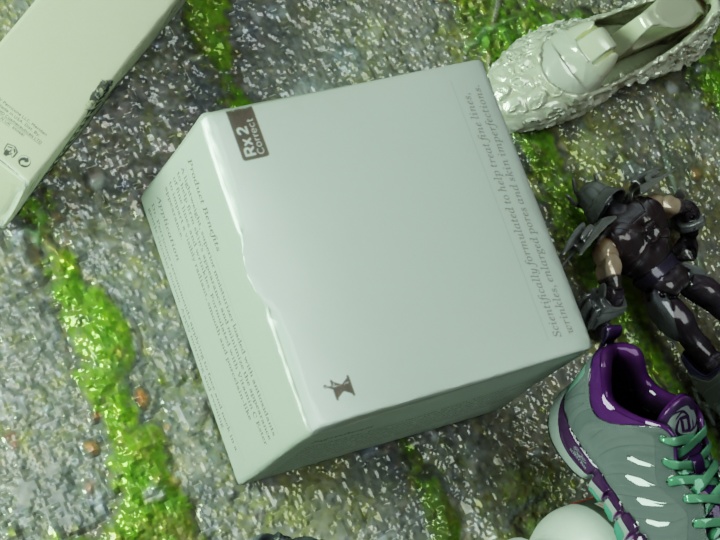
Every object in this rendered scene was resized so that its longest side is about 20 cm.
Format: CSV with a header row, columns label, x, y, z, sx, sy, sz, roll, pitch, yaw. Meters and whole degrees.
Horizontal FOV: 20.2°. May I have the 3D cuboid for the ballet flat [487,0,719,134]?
label,x,y,z,sx,sy,sz,roll,pitch,yaw
ballet flat,0.172,-0.157,1.396,0.200,0.072,0.072,-26,82,-28

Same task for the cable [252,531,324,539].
label,x,y,z,sx,sy,sz,roll,pitch,yaw
cable,-0.003,0.249,1.164,0.200,0.051,0.163,26,64,-5

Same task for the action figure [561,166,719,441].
label,x,y,z,sx,sy,sz,roll,pitch,yaw
action figure,0.207,0.014,1.348,0.130,0.069,0.200,-40,86,-23

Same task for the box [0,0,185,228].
label,x,y,z,sx,sy,sz,roll,pitch,yaw
box,-0.179,-0.127,1.224,0.068,0.082,0.200,37,62,-6

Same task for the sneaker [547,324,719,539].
label,x,y,z,sx,sy,sz,roll,pitch,yaw
sneaker,0.183,0.126,1.156,0.074,0.088,0.200,-23,59,-32

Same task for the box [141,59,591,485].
label,x,y,z,sx,sy,sz,roll,pitch,yaw
box,0.000,0.000,1.224,0.200,0.131,0.199,-14,77,-27

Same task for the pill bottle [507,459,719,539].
label,x,y,z,sx,sy,sz,roll,pitch,yaw
pill bottle,0.172,0.190,1.235,0.200,0.116,0.116,-12,76,-27
